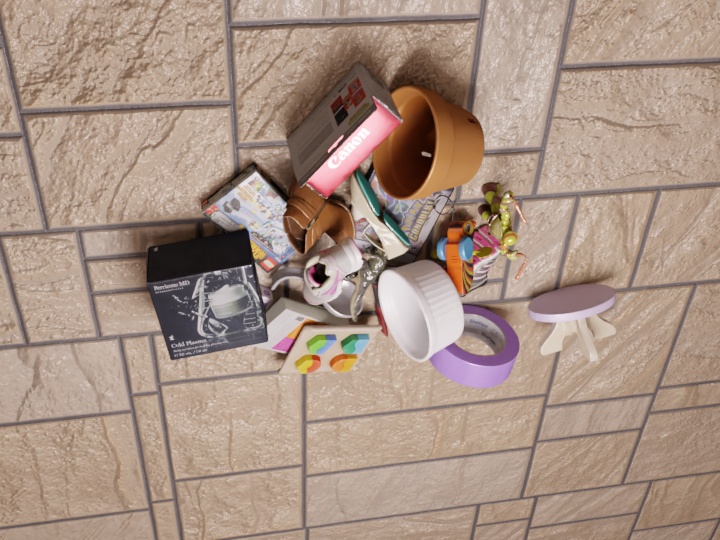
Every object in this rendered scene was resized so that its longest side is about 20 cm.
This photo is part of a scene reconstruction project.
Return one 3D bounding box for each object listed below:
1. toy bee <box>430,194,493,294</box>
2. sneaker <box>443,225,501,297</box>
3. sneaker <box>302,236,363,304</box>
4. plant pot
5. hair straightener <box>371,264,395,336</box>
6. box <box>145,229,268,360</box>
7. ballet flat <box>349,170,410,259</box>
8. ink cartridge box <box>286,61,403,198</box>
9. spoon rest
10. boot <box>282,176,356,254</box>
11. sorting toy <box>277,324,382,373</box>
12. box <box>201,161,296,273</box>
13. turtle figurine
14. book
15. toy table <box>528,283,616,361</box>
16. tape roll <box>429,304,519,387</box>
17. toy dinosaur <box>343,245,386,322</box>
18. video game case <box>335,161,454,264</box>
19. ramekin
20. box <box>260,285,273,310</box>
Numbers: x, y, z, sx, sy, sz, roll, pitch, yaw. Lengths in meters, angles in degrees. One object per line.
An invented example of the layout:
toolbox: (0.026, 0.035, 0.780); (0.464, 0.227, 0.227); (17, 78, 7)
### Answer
toy bee: (0.212, -0.058, 1.693); (0.108, 0.130, 0.202); (-29, 135, -52)
sneaker: (0.250, -0.017, 1.769); (0.200, 0.074, 0.087); (-47, 147, 7)
sneaker: (-0.076, 0.008, 1.595); (0.088, 0.082, 0.200); (-21, 161, -35)
plant pot: (0.131, -0.228, 1.510); (0.139, 0.201, 0.201); (-2, 130, -34)
hair straightener: (0.063, 0.051, 1.805); (0.076, 0.041, 0.202); (-24, 125, -13)
box: (-0.292, 0.047, 1.603); (0.198, 0.124, 0.198); (-11, 127, -5)
ballet flat: (0.021, -0.102, 1.607); (0.069, 0.070, 0.201); (-32, 114, 12)
ink cartridge box: (-0.029, -0.235, 1.461); (0.084, 0.176, 0.200); (33, 115, -32)
spoon rest: (-0.083, 0.040, 1.722); (0.198, 0.100, 0.061); (18, 138, -16)
boot: (-0.084, -0.083, 1.574); (0.073, 0.156, 0.201); (-14, 128, 29)
sorting toy: (-0.066, 0.178, 1.808); (0.183, 0.037, 0.200); (1, 145, -29)
box: (-0.194, -0.098, 1.616); (0.136, 0.040, 0.200); (-34, 127, 13)
turtle figurine: (0.279, -0.088, 1.658); (0.064, 0.162, 0.201); (-16, 129, -2)
book: (-0.133, 0.130, 1.769); (0.133, 0.048, 0.199); (-41, 143, 25)
toy table: (0.481, 0.114, 1.874); (0.197, 0.184, 0.118); (-10, 113, 5)
tape roll: (0.245, 0.163, 1.823); (0.198, 0.201, 0.066); (2, 128, -15)
toy dinosaur: (0.000, 0.000, 1.686); (0.088, 0.047, 0.201); (30, 103, 3)
video game case: (0.067, -0.112, 1.678); (0.179, 0.026, 0.201); (14, 123, -23)
ramekin: (0.127, 0.076, 1.707); (0.097, 0.201, 0.202); (-22, 132, -21)
box: (-0.276, 0.035, 1.700); (0.198, 0.042, 0.039); (19, 121, -25)
